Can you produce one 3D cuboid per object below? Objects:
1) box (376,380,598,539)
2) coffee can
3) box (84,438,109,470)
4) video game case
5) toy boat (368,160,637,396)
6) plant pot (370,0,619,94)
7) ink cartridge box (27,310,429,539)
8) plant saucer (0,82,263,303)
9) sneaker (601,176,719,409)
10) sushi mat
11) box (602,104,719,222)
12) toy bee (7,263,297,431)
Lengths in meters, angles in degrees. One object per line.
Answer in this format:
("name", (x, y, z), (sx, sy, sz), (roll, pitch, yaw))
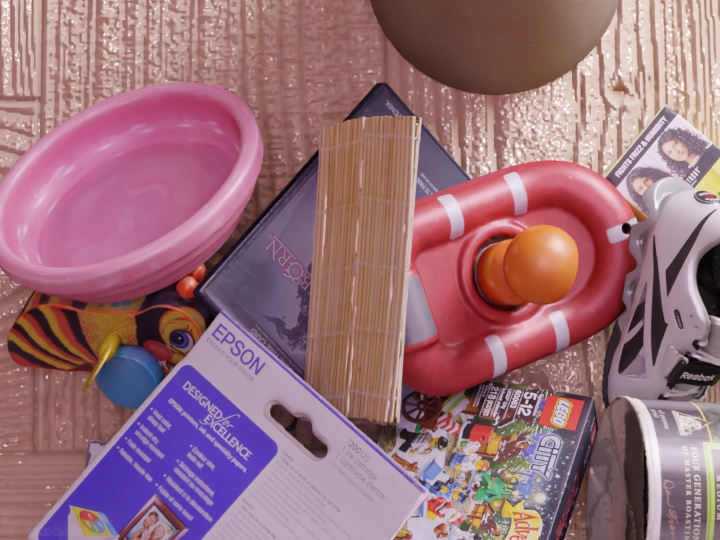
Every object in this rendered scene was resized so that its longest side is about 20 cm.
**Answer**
("box", (0.066, 0.160, 1.504), (0.135, 0.038, 0.201), (7, 50, 19))
("coffee can", (0.260, 0.160, 1.489), (0.198, 0.146, 0.148), (4, 83, -9))
("box", (-0.099, 0.207, 1.564), (0.198, 0.048, 0.160), (7, 83, 3))
("video game case", (-0.001, -0.007, 1.554), (0.143, 0.019, 0.200), (47, 69, -16))
("toy boat", (0.104, 0.000, 1.519), (0.199, 0.131, 0.132), (-21, 94, -25))
("plant pot", (0.091, -0.232, 1.539), (0.185, 0.200, 0.189), (0, 82, 3))
("ink cartridge box", (-0.081, 0.162, 1.464), (0.198, 0.043, 0.200), (40, 89, 25))
("plant saucer", (-0.155, -0.047, 1.553), (0.199, 0.201, 0.051), (-26, 126, -1))
("sneaker", (0.217, 0.047, 1.521), (0.074, 0.088, 0.202), (-13, 116, -34))
("sushi mat", (0.000, 0.000, 1.493), (0.012, 0.095, 0.202), (7, 85, -39))
("box", (0.262, -0.021, 1.580), (0.200, 0.050, 0.075), (42, 85, 6))
("toy bee", (-0.140, 0.032, 1.560), (0.198, 0.109, 0.131), (1, 38, -10))
